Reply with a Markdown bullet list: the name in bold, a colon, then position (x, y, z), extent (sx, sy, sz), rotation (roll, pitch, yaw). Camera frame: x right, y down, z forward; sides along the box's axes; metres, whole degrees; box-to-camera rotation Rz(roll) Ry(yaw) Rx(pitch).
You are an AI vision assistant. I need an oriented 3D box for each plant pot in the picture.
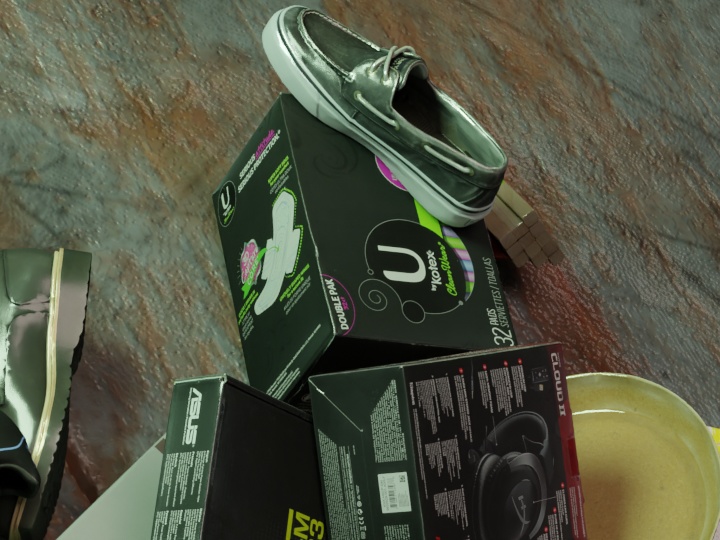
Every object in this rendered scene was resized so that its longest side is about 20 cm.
- **plant pot**: position (0.145, 0.159, 1.658), extent (0.028, 0.199, 0.201), rotation (57, 22, -49)

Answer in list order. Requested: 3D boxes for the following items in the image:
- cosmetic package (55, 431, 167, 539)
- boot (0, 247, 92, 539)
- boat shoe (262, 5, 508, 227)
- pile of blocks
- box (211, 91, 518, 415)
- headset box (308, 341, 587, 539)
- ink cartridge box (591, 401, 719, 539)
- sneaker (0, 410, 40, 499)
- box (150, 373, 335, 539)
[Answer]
- **cosmetic package**: position (-0.125, 0.179, 1.532), extent (0.107, 0.090, 0.200), rotation (42, 41, 1)
- **boot**: position (-0.247, 0.073, 1.569), extent (0.138, 0.078, 0.201), rotation (8, 55, -4)
- **boat shoe**: position (0.023, -0.119, 1.699), extent (0.200, 0.071, 0.072), rotation (41, 44, 6)
- **pile of blocks**: position (0.066, -0.064, 1.878), extent (0.062, 0.082, 0.200), rotation (-39, 64, -1)
- **box**: position (0.000, 0.000, 1.727), extent (0.148, 0.124, 0.201), rotation (6, 53, -29)
- **headset box**: position (0.063, 0.126, 1.556), extent (0.200, 0.077, 0.150), rotation (-7, 89, -55)
- **ink cartridge box**: position (0.242, 0.172, 1.743), extent (0.199, 0.067, 0.118), rotation (13, 49, -22)
- **sneaker**: position (-0.278, 0.142, 1.455), extent (0.200, 0.070, 0.078), rotation (-33, 72, -25)
- **box**: position (-0.049, 0.184, 1.493), extent (0.193, 0.047, 0.201), rotation (32, 59, -49)
